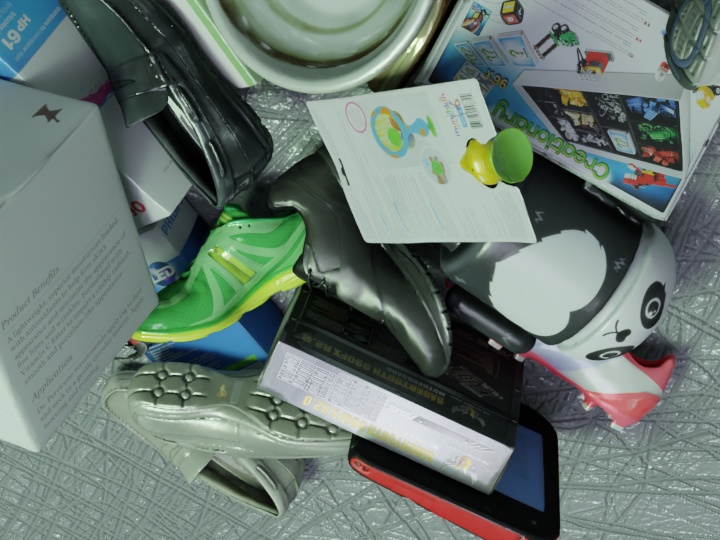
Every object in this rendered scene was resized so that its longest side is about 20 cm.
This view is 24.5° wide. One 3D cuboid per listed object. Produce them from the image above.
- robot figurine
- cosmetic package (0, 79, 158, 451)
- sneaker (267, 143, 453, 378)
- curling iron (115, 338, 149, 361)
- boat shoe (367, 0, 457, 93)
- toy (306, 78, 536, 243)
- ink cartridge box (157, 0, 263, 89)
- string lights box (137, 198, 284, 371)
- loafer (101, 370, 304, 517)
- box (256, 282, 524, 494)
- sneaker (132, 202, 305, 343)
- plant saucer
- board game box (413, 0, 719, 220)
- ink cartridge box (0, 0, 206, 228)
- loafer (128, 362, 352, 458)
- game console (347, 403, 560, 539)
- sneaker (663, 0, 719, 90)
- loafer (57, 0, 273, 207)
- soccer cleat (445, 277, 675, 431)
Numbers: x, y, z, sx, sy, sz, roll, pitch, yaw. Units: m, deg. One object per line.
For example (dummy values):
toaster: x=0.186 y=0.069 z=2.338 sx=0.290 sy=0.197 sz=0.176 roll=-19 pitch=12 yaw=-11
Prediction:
robot figurine: x=0.139 y=-0.017 z=1.225 sx=0.199 sy=0.125 sz=0.150 roll=34 pitch=162 yaw=-12
cosmetic package: x=-0.271 y=-0.012 z=1.178 sx=0.164 sy=0.165 sz=0.201 roll=16 pitch=139 yaw=26
sneaker: x=0.000 y=0.000 z=1.264 sx=0.090 sy=0.076 sz=0.201 roll=-31 pitch=87 yaw=-8
curling iron: x=-0.230 y=0.004 z=1.323 sx=0.049 sy=0.026 sz=0.200 roll=-10 pitch=131 yaw=27
boat shoe: x=0.041 y=-0.209 z=1.139 sx=0.062 sy=0.073 sz=0.201 roll=27 pitch=120 yaw=3
toy: x=0.050 y=-0.078 z=1.140 sx=0.200 sy=0.047 sz=0.116 roll=4 pitch=121 yaw=59
ink cartridge box: x=-0.166 y=-0.190 z=1.226 sx=0.199 sy=0.048 sz=0.146 roll=-4 pitch=130 yaw=49
string lights box: x=-0.139 y=0.036 z=1.392 sx=0.102 sy=0.059 sz=0.200 roll=-23 pitch=119 yaw=30
loafer: x=-0.143 y=0.155 z=1.483 sx=0.199 sy=0.070 sz=0.070 roll=27 pitch=131 yaw=-7
box: x=0.030 y=0.079 z=1.308 sx=0.199 sy=0.159 sz=0.049 roll=24 pitch=116 yaw=-3
sneaker: x=-0.102 y=-0.008 z=1.301 sx=0.199 sy=0.074 sz=0.084 roll=-30 pitch=105 yaw=-13
plant saucer: x=-0.019 y=-0.219 z=1.101 sx=0.199 sy=0.050 sz=0.201 roll=6 pitch=101 yaw=33
board game box: x=0.153 y=-0.137 z=1.140 sx=0.199 sy=0.035 sz=0.127 roll=29 pitch=92 yaw=-8
ink cartridge box: x=-0.224 y=-0.119 z=1.245 sx=0.200 sy=0.085 sz=0.144 roll=43 pitch=149 yaw=-21
loafer: x=-0.092 y=0.121 z=1.362 sx=0.199 sy=0.070 sz=0.070 roll=10 pitch=144 yaw=11
game console: x=0.079 y=0.138 z=1.325 sx=0.176 sy=0.200 sz=0.031 roll=29 pitch=113 yaw=-7
sneaker: x=0.270 y=-0.207 z=1.078 sx=0.087 sy=0.075 sz=0.201 roll=6 pitch=127 yaw=-22
loafer: x=-0.144 y=-0.131 z=1.171 sx=0.201 sy=0.070 sz=0.068 roll=48 pitch=147 yaw=-17
soccer cleat: x=0.159 y=0.048 z=1.326 sx=0.200 sy=0.067 sz=0.077 roll=36 pitch=98 yaw=-7
